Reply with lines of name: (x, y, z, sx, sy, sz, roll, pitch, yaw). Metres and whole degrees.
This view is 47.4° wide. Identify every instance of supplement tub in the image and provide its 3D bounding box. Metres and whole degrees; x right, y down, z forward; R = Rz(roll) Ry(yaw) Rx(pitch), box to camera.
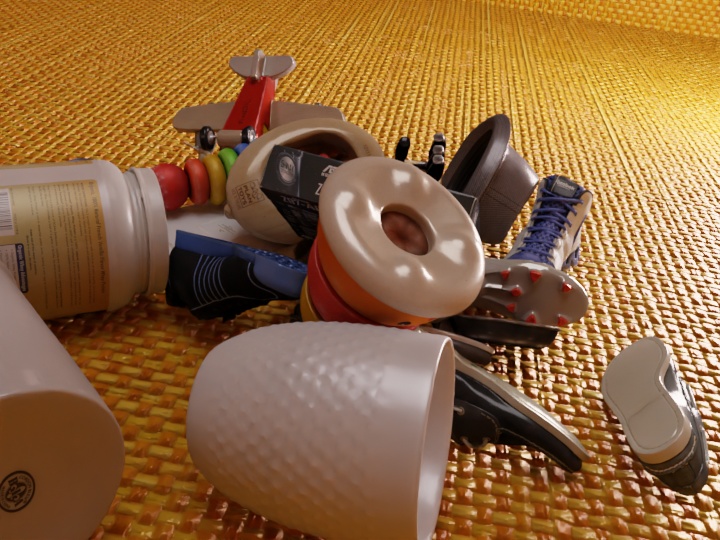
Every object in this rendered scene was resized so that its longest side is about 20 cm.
supplement tub: (-0.291, -0.028, 0.776, 0.195, 0.148, 0.145, -7, 31, -25)

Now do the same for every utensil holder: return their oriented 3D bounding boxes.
utensil holder: (-0.269, 0.091, 0.540, 0.168, 0.174, 0.199, -19, 39, -40)

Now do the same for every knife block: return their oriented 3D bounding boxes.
knife block: (0.060, -0.095, 0.950, 0.062, 0.180, 0.201, 6, 28, -3)

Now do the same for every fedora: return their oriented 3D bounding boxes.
fedora: (0.158, -0.097, 1.016, 0.089, 0.180, 0.200, 29, 1, -7)

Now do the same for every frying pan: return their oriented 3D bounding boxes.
frying pan: (0.104, 0.052, 0.796, 0.185, 0.032, 0.115, 8, -5, -12)

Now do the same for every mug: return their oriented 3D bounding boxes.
mug: (-0.022, 0.109, 0.610, 0.171, 0.152, 0.200, 6, 5, 14)

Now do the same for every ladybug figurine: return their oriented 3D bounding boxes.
ladybug figurine: (-0.065, -0.096, 0.935, 0.196, 0.072, 0.139, -18, 80, -19)

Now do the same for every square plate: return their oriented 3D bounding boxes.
square plate: (-0.154, -0.036, 0.948, 0.198, 0.029, 0.196, 30, 35, 36)

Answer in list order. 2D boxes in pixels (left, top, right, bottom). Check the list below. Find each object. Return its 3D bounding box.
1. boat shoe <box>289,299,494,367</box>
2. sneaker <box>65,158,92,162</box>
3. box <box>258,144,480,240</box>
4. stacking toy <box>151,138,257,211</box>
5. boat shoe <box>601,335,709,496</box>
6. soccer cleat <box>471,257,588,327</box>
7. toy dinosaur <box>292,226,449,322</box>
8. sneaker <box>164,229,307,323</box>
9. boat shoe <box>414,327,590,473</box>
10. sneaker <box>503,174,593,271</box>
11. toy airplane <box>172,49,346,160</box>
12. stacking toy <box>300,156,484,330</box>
boat shoe: (0.025, 0.075, 0.775, 0.195, 0.059, 0.067, 14, -8, 4)
sneaker: (-0.342, -0.065, 0.926, 0.077, 0.067, 0.200, 25, 32, 8)
box: (0.016, -0.049, 0.790, 0.195, 0.045, 0.160, 16, -11, 14)
stacking toy: (-0.160, -0.111, 0.981, 0.196, 0.087, 0.085, -15, 34, -25)
boat shoe: (0.268, 0.127, 0.741, 0.062, 0.072, 0.201, 50, 20, -10)
soccer cleat: (0.145, 0.015, 0.879, 0.195, 0.071, 0.078, 7, 15, 13)
toy dinosaur: (0.000, 0.000, 0.793, 0.195, 0.079, 0.102, 8, -2, 11)
sneaker: (-0.118, 0.015, 0.770, 0.069, 0.080, 0.198, 12, 1, -43)
boat shoe: (0.100, 0.119, 0.701, 0.197, 0.069, 0.072, 29, 3, 12)
sneaker: (0.217, -0.047, 0.965, 0.079, 0.118, 0.199, 19, 30, 23)
toy airplane: (-0.142, -0.199, 1.130, 0.197, 0.143, 0.200, -34, 52, -12)
stacking toy: (-0.001, 0.021, 0.679, 0.143, 0.201, 0.149, 18, 46, -19)
